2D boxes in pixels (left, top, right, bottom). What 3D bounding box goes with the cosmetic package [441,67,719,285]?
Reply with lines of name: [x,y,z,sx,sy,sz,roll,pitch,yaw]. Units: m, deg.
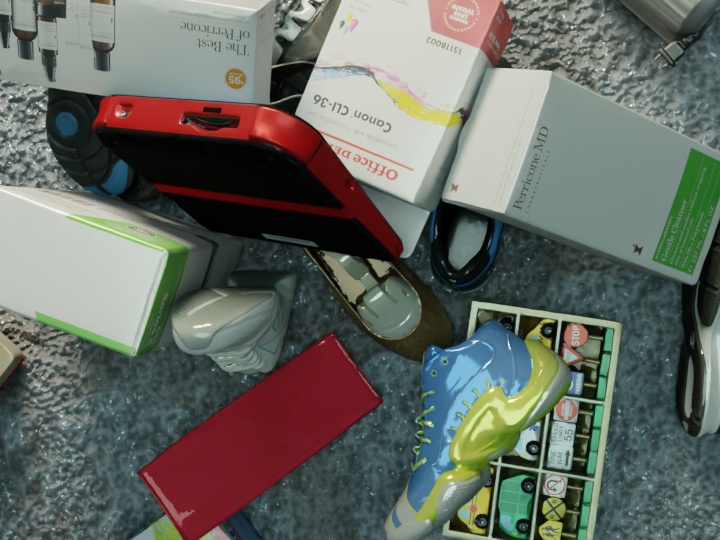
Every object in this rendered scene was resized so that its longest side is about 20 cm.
cosmetic package: [0.174,-0.069,0.724,0.200,0.085,0.108,15,94,-31]

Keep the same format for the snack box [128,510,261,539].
snack box: [-0.161,0.307,0.826,0.200,0.068,0.169,-38,85,7]

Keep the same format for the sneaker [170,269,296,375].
sneaker: [-0.089,0.047,0.750,0.070,0.200,0.080,2,97,11]

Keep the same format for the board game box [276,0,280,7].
board game box: [-0.167,-0.269,0.785,0.105,0.103,0.200,-36,86,-28]

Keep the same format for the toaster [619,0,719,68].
toaster: [0.255,-0.269,0.747,0.129,0.114,0.200,41,97,9]

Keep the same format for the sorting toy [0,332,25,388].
sorting toy: [-0.422,0.085,0.856,0.199,0.070,0.200,40,96,5]

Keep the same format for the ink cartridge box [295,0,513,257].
ink cartridge box: [0.021,-0.121,0.731,0.116,0.067,0.200,24,95,16]

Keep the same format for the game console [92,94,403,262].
game console: [-0.084,-0.067,0.710,0.200,0.177,0.031,11,71,34]

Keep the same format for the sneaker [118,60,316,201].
sneaker: [-0.124,-0.114,0.810,0.200,0.104,0.060,-31,76,46]

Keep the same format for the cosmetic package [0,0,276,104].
cosmetic package: [-0.165,-0.168,0.698,0.200,0.051,0.083,10,120,7]

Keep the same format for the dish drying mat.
dish drying mat: [-0.082,0.138,0.805,0.200,0.018,0.077,-35,84,-17]

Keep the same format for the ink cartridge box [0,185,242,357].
ink cartridge box: [-0.195,-0.006,0.761,0.145,0.200,0.084,19,95,7]

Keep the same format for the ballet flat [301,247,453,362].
ballet flat: [0.000,0.000,0.800,0.068,0.072,0.200,-39,86,6]

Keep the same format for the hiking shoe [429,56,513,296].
hiking shoe: [0.099,-0.078,0.779,0.074,0.087,0.200,6,91,7]

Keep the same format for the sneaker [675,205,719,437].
sneaker: [0.323,0.037,0.769,0.115,0.076,0.201,3,99,-2]

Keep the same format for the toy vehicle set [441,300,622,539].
toy vehicle set: [0.142,0.132,0.806,0.124,0.027,0.200,7,91,7]

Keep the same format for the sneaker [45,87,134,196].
sneaker: [-0.222,-0.161,0.787,0.073,0.082,0.200,-8,111,14]

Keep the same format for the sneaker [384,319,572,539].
sneaker: [0.071,0.123,0.773,0.105,0.076,0.200,43,89,17]

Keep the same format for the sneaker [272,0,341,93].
sneaker: [0.004,-0.223,0.803,0.090,0.066,0.200,41,99,2]
